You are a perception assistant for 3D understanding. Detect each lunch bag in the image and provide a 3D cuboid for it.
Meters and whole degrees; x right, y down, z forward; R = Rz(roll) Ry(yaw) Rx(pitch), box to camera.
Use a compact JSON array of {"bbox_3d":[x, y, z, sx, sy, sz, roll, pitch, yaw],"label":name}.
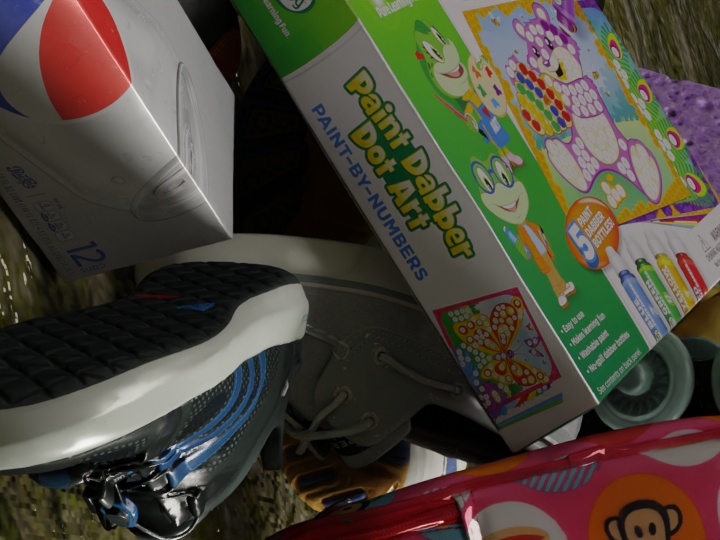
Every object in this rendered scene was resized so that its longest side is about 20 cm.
[{"bbox_3d":[0.062,0.113,0.969,0.176,0.199,0.082,141,-61,-68],"label":"lunch bag"}]

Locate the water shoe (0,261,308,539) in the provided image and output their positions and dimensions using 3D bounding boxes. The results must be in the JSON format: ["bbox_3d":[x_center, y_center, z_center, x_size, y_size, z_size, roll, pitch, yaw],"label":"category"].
[{"bbox_3d":[-0.063,0.050,0.836,0.200,0.071,0.079,-24,116,-66],"label":"water shoe"}]

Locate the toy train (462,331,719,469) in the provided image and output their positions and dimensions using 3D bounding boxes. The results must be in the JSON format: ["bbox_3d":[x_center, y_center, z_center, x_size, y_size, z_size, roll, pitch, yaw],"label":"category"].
[{"bbox_3d":[0.125,0.081,1.093,0.085,0.199,0.115,16,74,-62],"label":"toy train"}]

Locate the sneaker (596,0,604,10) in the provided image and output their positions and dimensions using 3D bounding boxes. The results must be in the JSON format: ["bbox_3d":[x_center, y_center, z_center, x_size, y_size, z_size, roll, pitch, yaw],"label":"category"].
[{"bbox_3d":[0.045,-0.180,1.300,0.200,0.070,0.099,53,35,11],"label":"sneaker"}]

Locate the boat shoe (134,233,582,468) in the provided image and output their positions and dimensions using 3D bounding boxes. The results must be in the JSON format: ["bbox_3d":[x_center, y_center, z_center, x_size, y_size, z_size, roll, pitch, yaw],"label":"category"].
[{"bbox_3d":[0.005,0.036,0.983,0.200,0.070,0.072,16,71,-34],"label":"boat shoe"}]

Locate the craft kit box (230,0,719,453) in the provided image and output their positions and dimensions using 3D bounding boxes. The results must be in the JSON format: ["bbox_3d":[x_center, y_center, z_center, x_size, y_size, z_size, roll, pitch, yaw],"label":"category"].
[{"bbox_3d":[0.053,-0.055,0.998,0.198,0.048,0.200,55,28,-1],"label":"craft kit box"}]

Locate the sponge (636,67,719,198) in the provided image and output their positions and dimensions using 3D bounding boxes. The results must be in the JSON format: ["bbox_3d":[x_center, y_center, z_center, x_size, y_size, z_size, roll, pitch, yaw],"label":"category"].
[{"bbox_3d":[0.085,-0.067,1.269,0.112,0.199,0.030,-83,-171,-51],"label":"sponge"}]

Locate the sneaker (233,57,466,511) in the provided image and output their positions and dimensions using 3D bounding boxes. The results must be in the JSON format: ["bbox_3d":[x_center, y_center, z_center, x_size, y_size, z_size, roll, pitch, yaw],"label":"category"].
[{"bbox_3d":[0.000,0.000,1.086,0.088,0.075,0.201,1,85,-60],"label":"sneaker"}]

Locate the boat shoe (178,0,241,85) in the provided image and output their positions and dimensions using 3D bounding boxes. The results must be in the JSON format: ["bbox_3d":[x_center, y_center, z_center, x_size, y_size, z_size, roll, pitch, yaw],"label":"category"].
[{"bbox_3d":[-0.085,-0.127,0.909,0.200,0.071,0.063,67,31,-48],"label":"boat shoe"}]

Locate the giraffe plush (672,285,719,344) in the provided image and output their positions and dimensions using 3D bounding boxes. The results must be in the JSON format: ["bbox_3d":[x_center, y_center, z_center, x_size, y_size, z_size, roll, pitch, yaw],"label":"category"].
[{"bbox_3d":[0.097,0.010,1.343,0.200,0.172,0.163,-29,94,-45],"label":"giraffe plush"}]

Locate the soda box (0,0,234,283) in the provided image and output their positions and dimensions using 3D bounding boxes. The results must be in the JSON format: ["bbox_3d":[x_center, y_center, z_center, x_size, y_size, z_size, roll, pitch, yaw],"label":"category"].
[{"bbox_3d":[-0.105,-0.086,0.827,0.200,0.063,0.069,60,22,-45],"label":"soda box"}]
